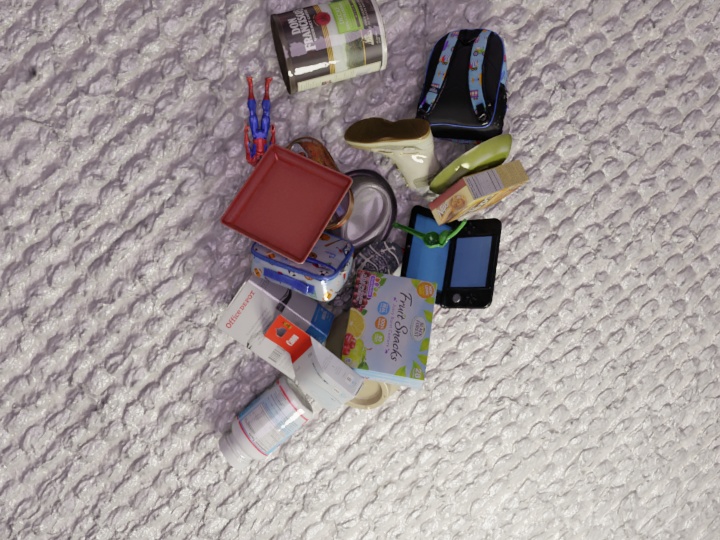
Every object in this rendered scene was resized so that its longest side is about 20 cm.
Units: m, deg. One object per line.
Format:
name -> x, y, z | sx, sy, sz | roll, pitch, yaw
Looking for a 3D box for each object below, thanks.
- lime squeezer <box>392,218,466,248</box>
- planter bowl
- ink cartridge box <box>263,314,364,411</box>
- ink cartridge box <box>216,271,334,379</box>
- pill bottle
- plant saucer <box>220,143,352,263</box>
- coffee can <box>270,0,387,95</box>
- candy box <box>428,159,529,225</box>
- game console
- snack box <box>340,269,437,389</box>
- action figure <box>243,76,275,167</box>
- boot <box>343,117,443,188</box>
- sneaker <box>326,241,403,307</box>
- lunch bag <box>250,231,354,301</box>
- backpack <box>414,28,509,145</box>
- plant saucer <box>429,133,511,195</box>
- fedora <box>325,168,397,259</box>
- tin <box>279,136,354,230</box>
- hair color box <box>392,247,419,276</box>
lime squeezer -> 0.156, -0.079, 1.302 | 0.038, 0.198, 0.072 | -43, 117, -31
planter bowl -> 0.010, 0.201, 1.335 | 0.195, 0.136, 0.204 | 7, 128, 9
ink cartridge box -> -0.102, 0.180, 1.213 | 0.198, 0.160, 0.048 | 38, 62, -4
ink cartridge box -> -0.175, 0.103, 1.314 | 0.198, 0.085, 0.145 | 36, 118, -10
pill bottle -> -0.206, 0.333, 1.376 | 0.199, 0.109, 0.109 | -40, 106, -1
plant saucer -> -0.140, -0.127, 1.236 | 0.197, 0.037, 0.202 | 25, 72, 17
coffee can -> -0.062, -0.440, 1.233 | 0.195, 0.146, 0.150 | -17, 104, -8
candy box -> 0.247, -0.163, 1.319 | 0.198, 0.115, 0.056 | -23, 81, -39
game console -> 0.191, -0.032, 1.343 | 0.118, 0.168, 0.205 | 32, 63, -48
snack box -> 0.057, 0.114, 1.249 | 0.164, 0.068, 0.205 | 10, 67, 4
action figure -> -0.204, -0.284, 1.288 | 0.064, 0.052, 0.206 | -3, 104, -16
boot -> 0.073, -0.242, 1.329 | 0.155, 0.196, 0.073 | 56, 49, -50
sneaker -> 0.000, 0.000, 1.365 | 0.197, 0.086, 0.079 | -31, 95, -2
lunch bag -> -0.112, -0.020, 1.259 | 0.196, 0.161, 0.077 | 18, 124, 14
backpack -> 0.216, -0.372, 1.285 | 0.179, 0.134, 0.205 | 9, 85, 30
plant saucer -> 0.233, -0.209, 1.314 | 0.197, 0.200, 0.032 | -29, 79, -5
fedora -> -0.002, -0.113, 1.338 | 0.176, 0.090, 0.201 | 37, 92, -16
tin -> -0.089, -0.174, 1.289 | 0.111, 0.042, 0.203 | -32, 76, 8
hair color box -> 0.079, 0.067, 1.405 | 0.110, 0.064, 0.202 | 37, 91, -17
